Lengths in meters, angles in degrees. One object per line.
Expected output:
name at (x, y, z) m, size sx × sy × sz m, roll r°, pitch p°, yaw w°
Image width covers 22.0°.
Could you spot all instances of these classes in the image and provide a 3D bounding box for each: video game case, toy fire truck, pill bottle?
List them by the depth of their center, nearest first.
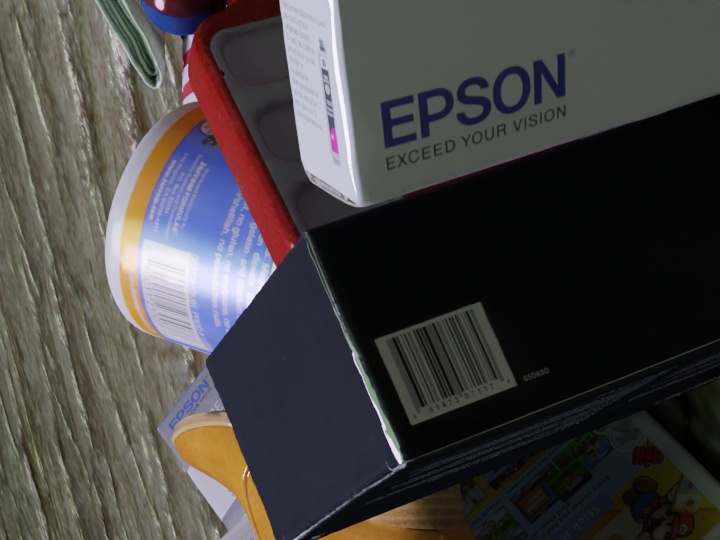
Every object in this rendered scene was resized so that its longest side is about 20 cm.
toy fire truck at (0.011, -0.094, 0.700) m, size 0.200 × 0.168 × 0.112 m, roll 63°, pitch 156°, yaw 26°
video game case at (0.040, 0.120, 0.785) m, size 0.023 × 0.200 × 0.182 m, roll 48°, pitch 180°, yaw -43°
pill bottle at (0.000, 0.000, 0.798) m, size 0.200 × 0.112 × 0.112 m, roll 16°, pitch 127°, yaw 26°

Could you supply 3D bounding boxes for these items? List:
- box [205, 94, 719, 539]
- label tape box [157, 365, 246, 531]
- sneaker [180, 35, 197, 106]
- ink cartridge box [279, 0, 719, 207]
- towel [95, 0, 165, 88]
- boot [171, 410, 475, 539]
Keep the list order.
box at (0.065, 0.013, 0.607) m, size 0.079 × 0.200 × 0.141 m, roll 66°, pitch 157°, yaw 13°
label tape box at (-0.031, 0.056, 0.956) m, size 0.063 × 0.144 × 0.200 m, roll 32°, pitch -171°, yaw -41°
sneaker at (-0.071, -0.078, 0.976) m, size 0.200 × 0.071 × 0.113 m, roll -106°, pitch 33°, yaw -45°
ink cartridge box at (0.065, -0.137, 0.500) m, size 0.043 × 0.196 × 0.200 m, roll 36°, pitch 139°, yaw 54°
towel at (-0.128, -0.216, 0.970) m, size 0.200 × 0.023 × 0.153 m, roll -91°, pitch -19°, yaw -43°
boot at (-0.020, 0.126, 0.750) m, size 0.201 × 0.071 × 0.144 m, roll -13°, pitch 77°, yaw 59°
